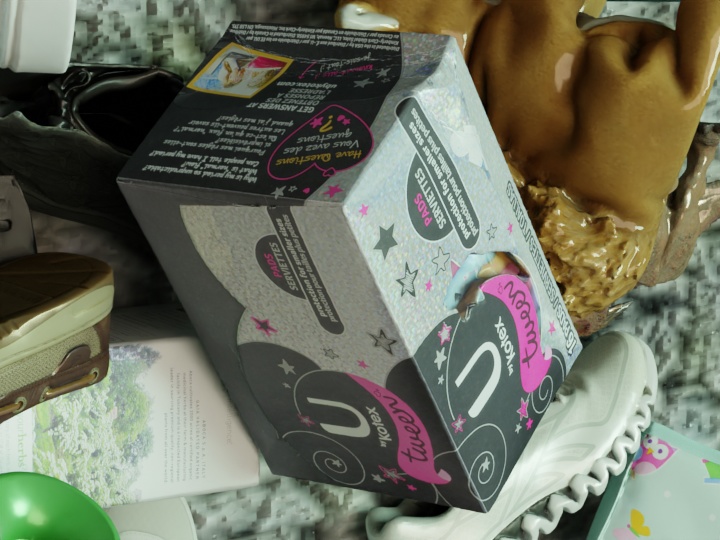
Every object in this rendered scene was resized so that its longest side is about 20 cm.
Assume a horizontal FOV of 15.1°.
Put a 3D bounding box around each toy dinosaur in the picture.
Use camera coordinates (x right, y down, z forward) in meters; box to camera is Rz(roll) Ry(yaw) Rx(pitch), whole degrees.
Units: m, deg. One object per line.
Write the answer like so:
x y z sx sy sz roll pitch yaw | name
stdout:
0.142 -0.017 1.466 0.199 0.086 0.137 -4 102 -39 | toy dinosaur

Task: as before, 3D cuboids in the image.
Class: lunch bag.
0.204 0.191 1.526 0.199 0.122 0.171 25 87 -27 | lunch bag

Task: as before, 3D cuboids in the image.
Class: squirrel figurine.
0.067 -0.076 1.337 0.186 0.142 0.201 19 85 2 | squirrel figurine

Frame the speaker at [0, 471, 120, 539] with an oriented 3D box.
-0.177 0.187 1.233 0.088 0.089 0.201 3 130 -34 | speaker

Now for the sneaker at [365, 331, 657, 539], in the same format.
0.083 0.100 1.457 0.200 0.075 0.081 -47 112 -18 | sneaker

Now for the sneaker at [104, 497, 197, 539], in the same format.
-0.105 0.183 1.298 0.076 0.081 0.201 22 54 -25 | sneaker

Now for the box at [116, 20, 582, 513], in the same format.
0.000 0.000 1.244 0.115 0.131 0.201 -57 138 -32 | box

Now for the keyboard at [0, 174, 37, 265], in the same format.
-0.245 -0.012 1.222 0.199 0.040 0.105 -3 89 -21 | keyboard

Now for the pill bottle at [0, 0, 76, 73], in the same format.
-0.220 -0.131 1.137 0.198 0.111 0.112 4 98 -11 | pill bottle

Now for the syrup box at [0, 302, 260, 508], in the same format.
-0.148 0.068 1.282 0.199 0.081 0.079 -6 102 -34 | syrup box

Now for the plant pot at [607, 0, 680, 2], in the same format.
0.191 -0.223 1.385 0.141 0.200 0.142 -35 116 -23 | plant pot

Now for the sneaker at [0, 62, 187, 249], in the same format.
-0.101 -0.055 1.272 0.199 0.104 0.060 11 69 -33 | sneaker

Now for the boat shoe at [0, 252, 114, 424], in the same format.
-0.183 0.057 1.165 0.200 0.072 0.072 -30 127 -44 | boat shoe
